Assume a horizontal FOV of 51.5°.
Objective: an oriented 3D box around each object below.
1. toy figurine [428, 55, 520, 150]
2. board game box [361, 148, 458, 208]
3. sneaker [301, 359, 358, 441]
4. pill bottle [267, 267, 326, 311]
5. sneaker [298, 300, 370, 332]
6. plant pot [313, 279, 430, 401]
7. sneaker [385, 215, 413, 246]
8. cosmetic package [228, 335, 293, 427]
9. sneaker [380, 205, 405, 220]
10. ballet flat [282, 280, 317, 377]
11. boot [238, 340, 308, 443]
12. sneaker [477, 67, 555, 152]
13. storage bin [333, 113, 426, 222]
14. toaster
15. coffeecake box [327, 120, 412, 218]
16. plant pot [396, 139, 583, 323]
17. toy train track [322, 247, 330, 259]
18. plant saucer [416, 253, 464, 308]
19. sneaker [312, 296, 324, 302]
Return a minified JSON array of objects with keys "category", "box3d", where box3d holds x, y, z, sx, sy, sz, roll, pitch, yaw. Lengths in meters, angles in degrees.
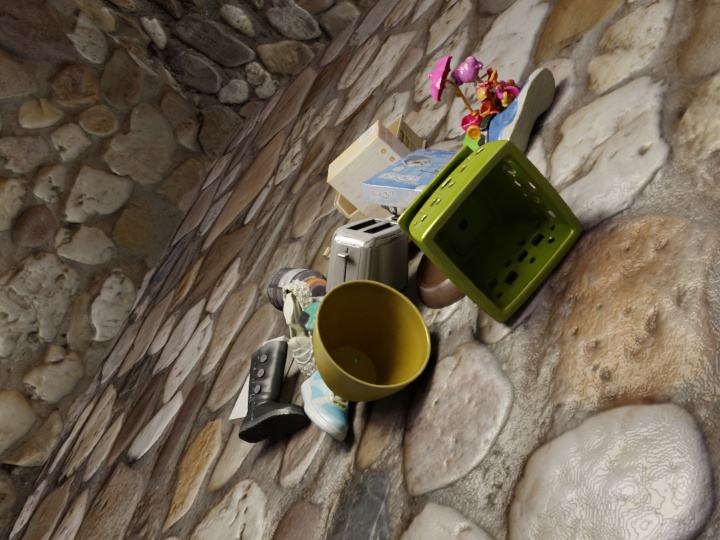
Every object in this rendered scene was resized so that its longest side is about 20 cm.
[{"category":"toy figurine","box3d":[0.231,-0.367,1.526,0.199,0.184,0.151,-29,32,40]},{"category":"board game box","box3d":[0.137,-0.173,1.399,0.198,0.044,0.198,11,34,38]},{"category":"sneaker","box3d":[-0.038,0.208,1.330,0.131,0.079,0.200,-51,24,5]},{"category":"pill bottle","box3d":[-0.133,0.050,1.698,0.107,0.106,0.199,-57,24,-13]},{"category":"sneaker","box3d":[-0.034,0.110,1.412,0.198,0.088,0.075,0,46,47]},{"category":"plant pot","box3d":[0.002,0.139,1.254,0.143,0.198,0.202,119,172,-49]},{"category":"sneaker","box3d":[0.054,-0.060,1.491,0.199,0.071,0.089,-35,20,-37]},{"category":"cosmetic package","box3d":[-0.209,0.245,1.626,0.082,0.051,0.202,-18,40,45]},{"category":"sneaker","box3d":[0.091,-0.118,1.448,0.128,0.081,0.200,-1,29,19]},{"category":"ballet flat","box3d":[-0.124,0.120,1.496,0.071,0.071,0.203,-24,73,46]},{"category":"boot","box3d":[-0.165,0.231,1.502,0.163,0.066,0.202,-20,40,26]},{"category":"sneaker","box3d":[0.295,-0.305,1.450,0.111,0.076,0.202,10,70,54]},{"category":"storage bin","box3d":[0.047,-0.234,1.788,0.199,0.093,0.200,-32,30,37]},{"category":"toaster","box3d":[0.022,-0.019,1.372,0.112,0.131,0.199,15,21,32]},{"category":"coffeecake box","box3d":[0.053,-0.188,1.575,0.153,0.199,0.074,-38,27,27]},{"category":"plant pot","box3d":[0.186,-0.070,1.162,0.200,0.199,0.181,-48,21,-3]},{"category":"toy train track","box3d":[-0.043,-0.050,1.767,0.199,0.032,0.116,-5,51,61]},{"category":"plant saucer","box3d":[0.167,-0.025,1.342,0.200,0.034,0.201,-40,26,24]},{"category":"sneaker","box3d":[-0.057,0.104,1.539,0.198,0.075,0.107,-6,88,28]}]
